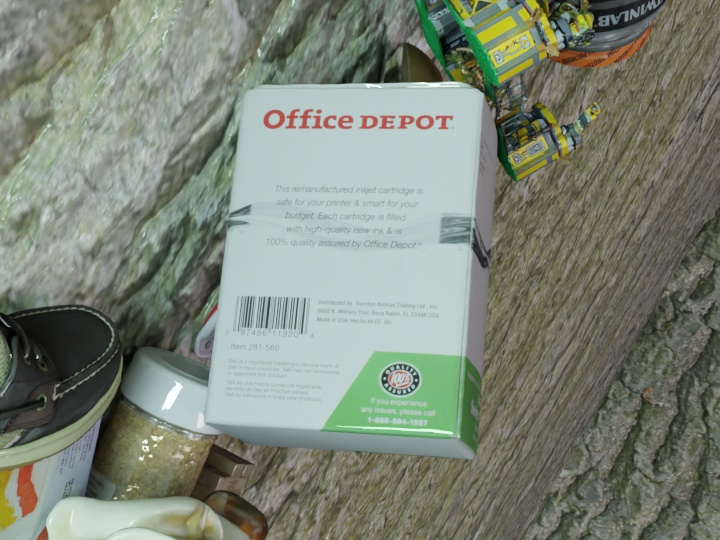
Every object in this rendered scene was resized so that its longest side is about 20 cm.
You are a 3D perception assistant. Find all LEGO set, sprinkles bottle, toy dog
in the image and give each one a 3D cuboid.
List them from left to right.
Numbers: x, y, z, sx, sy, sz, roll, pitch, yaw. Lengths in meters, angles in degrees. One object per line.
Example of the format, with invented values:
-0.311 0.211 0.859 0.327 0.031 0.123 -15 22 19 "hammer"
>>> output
-0.142 0.148 0.810 0.200 0.068 0.068 -65 162 5 "sprinkles bottle"
-0.084 0.178 0.699 0.200 0.193 0.140 -153 -107 -75 "toy dog"
0.108 -0.158 0.816 0.116 0.154 0.200 -29 149 0 "LEGO set"

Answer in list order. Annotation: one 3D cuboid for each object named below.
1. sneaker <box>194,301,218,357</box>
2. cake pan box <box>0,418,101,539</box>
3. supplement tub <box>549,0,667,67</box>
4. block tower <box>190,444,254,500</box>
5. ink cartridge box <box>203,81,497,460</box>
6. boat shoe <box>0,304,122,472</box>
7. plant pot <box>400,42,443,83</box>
-0.059 0.068 0.927 0.113 0.071 0.200 -50 150 -46 "sneaker"
-0.213 0.157 0.662 0.184 0.052 0.200 -28 141 -57 "cake pan box"
0.161 -0.246 0.941 0.123 0.122 0.200 -54 153 -28 "supplement tub"
-0.145 0.209 0.906 0.200 0.058 0.054 -65 162 -2 "block tower"
0.000 0.000 0.780 0.084 0.146 0.201 49 45 -69 "ink cartridge box"
-0.170 0.049 0.597 0.200 0.073 0.065 -32 148 -58 "boat shoe"
0.043 -0.059 0.947 0.200 0.027 0.201 -1 90 -90 "plant pot"
